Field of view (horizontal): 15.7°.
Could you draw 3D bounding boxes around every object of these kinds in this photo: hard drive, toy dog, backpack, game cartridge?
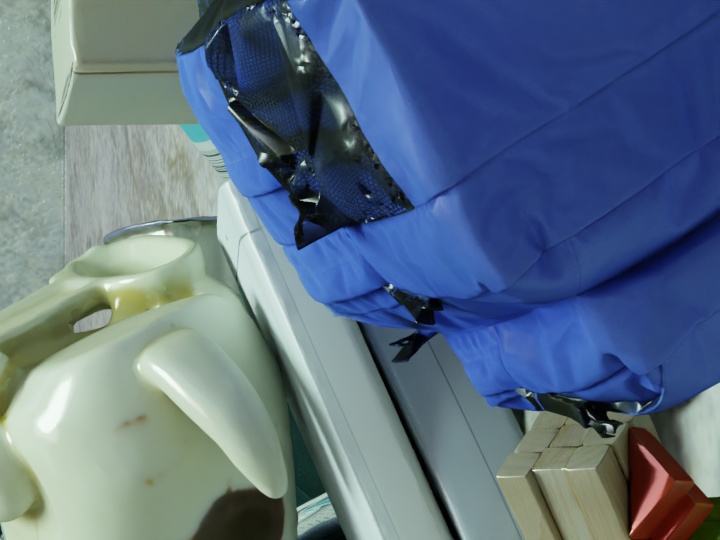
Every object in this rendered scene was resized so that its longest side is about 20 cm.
[{"bbox_3d":[0.001,0.067,0.898,0.132,0.027,0.200,115,131,-82],"label":"hard drive"},{"bbox_3d":[-0.060,0.101,0.932,0.194,0.139,0.200,-3,113,45],"label":"toy dog"},{"bbox_3d":[0.041,-0.047,0.713,0.168,0.162,0.200,65,162,-8],"label":"backpack"},{"bbox_3d":[0.039,0.078,0.899,0.133,0.041,0.200,99,147,-72],"label":"game cartridge"}]

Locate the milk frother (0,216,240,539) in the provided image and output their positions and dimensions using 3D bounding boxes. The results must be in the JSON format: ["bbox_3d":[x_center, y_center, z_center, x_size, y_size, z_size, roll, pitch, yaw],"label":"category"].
[{"bbox_3d":[-0.132,0.077,1.528,0.181,0.200,0.189,124,144,-77],"label":"milk frother"}]

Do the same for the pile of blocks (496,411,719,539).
[{"bbox_3d":[0.099,0.127,0.781,0.062,0.082,0.200,-5,97,36],"label":"pile of blocks"}]

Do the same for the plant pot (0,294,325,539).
[{"bbox_3d":[-0.046,0.093,1.190,0.134,0.200,0.201,-35,53,44],"label":"plant pot"}]

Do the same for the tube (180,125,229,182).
[{"bbox_3d":[0.000,0.000,1.052,0.200,0.050,0.077,55,-176,-19],"label":"tube"}]

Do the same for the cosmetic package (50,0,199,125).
[{"bbox_3d":[-0.001,-0.105,0.853,0.073,0.200,0.104,128,138,-73],"label":"cosmetic package"}]

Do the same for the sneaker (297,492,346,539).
[{"bbox_3d":[-0.037,0.135,1.065,0.078,0.200,0.086,55,-161,1],"label":"sneaker"}]
